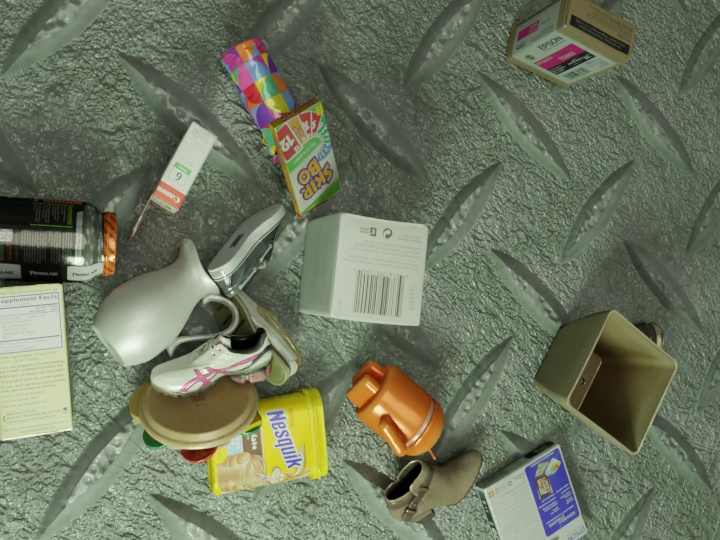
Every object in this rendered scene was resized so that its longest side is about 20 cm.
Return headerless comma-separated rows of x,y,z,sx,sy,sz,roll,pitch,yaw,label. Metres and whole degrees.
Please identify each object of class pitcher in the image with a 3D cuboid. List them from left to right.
-0.306,0.074,1.161,0.199,0.121,0.172,-41,88,-25,pitcher

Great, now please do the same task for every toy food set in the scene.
-0.259,0.218,1.159,0.196,0.197,0.050,-17,130,-31,toy food set

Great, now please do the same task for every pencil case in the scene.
-0.164,-0.292,1.249,0.087,0.088,0.204,-29,99,-19,pencil case

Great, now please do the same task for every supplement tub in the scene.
-0.471,-0.045,1.098,0.194,0.122,0.127,3,88,-21,supplement tub

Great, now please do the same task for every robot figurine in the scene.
0.069,0.253,1.310,0.199,0.144,0.118,38,86,-10,robot figurine

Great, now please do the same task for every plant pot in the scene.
0.465,0.212,1.444,0.198,0.176,0.203,35,78,-17,plant pot

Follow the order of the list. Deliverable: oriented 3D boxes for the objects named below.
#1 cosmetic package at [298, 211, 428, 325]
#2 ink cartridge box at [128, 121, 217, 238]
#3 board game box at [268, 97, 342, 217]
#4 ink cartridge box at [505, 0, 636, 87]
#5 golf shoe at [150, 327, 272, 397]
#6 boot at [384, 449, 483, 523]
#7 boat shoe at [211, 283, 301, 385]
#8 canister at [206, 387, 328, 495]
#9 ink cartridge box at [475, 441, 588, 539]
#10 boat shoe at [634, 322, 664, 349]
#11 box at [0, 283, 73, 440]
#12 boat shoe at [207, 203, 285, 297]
0.000,0.000,1.247,0.160,0.199,0.170,7,87,-21,cosmetic package
-0.304,-0.133,1.174,0.050,0.109,0.204,28,79,-18,ink cartridge box
-0.089,-0.185,1.250,0.094,0.030,0.203,-34,139,-19,board game box
0.404,-0.442,1.418,0.161,0.199,0.077,17,82,-20,ink cartridge box
-0.236,0.138,1.153,0.195,0.073,0.094,-11,123,-22,golf shoe
0.133,0.384,1.338,0.200,0.070,0.147,-47,135,-8,boot
-0.178,0.099,1.246,0.202,0.074,0.068,54,38,0,boat shoe
-0.163,0.291,1.239,0.194,0.086,0.153,-6,90,-20,canister
0.347,0.481,1.464,0.194,0.043,0.205,-23,96,-21,ink cartridge box
0.603,0.213,1.566,0.071,0.074,0.206,6,78,-11,boat shoe
-0.477,0.124,1.064,0.094,0.175,0.207,-4,91,-22,box
-0.179,-0.036,1.224,0.069,0.070,0.202,61,38,-28,boat shoe
